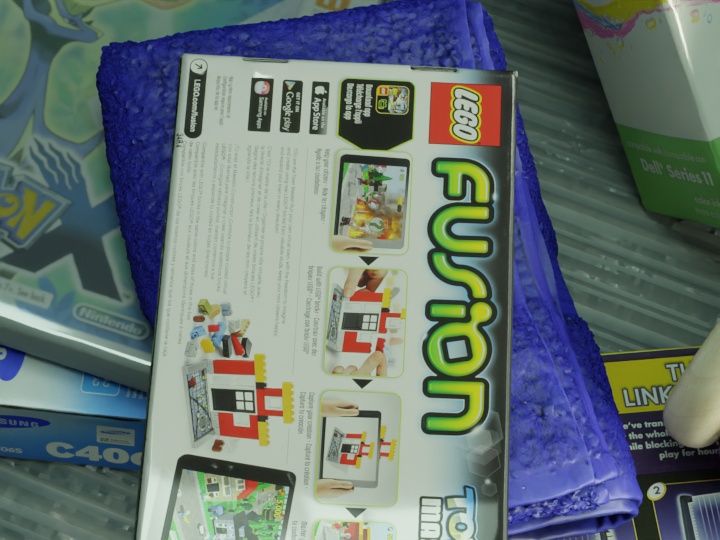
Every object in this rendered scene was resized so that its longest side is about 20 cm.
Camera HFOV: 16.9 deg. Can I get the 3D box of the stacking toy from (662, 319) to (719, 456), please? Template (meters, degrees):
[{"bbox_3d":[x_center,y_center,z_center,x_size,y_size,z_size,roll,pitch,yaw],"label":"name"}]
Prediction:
[{"bbox_3d":[0.198,0.072,0.763,0.200,0.085,0.085,36,64,10],"label":"stacking toy"}]

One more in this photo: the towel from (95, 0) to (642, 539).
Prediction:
[{"bbox_3d":[0.000,0.000,0.794,0.148,0.050,0.200,-8,63,-14],"label":"towel"}]

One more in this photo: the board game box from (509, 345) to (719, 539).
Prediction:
[{"bbox_3d":[0.119,0.109,0.808,0.200,0.057,0.165,-4,59,-6],"label":"board game box"}]

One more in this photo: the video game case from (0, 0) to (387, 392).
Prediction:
[{"bbox_3d":[-0.111,-0.059,0.854,0.200,0.022,0.182,18,61,5],"label":"video game case"}]

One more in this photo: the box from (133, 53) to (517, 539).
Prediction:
[{"bbox_3d":[-0.009,0.029,0.736,0.110,0.035,0.200,4,63,0],"label":"box"}]

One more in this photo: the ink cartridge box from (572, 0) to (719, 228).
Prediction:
[{"bbox_3d":[0.134,-0.129,0.869,0.117,0.067,0.200,-29,111,-19],"label":"ink cartridge box"}]

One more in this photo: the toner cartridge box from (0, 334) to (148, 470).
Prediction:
[{"bbox_3d":[-0.090,-0.028,0.877,0.095,0.043,0.200,5,61,0],"label":"toner cartridge box"}]
